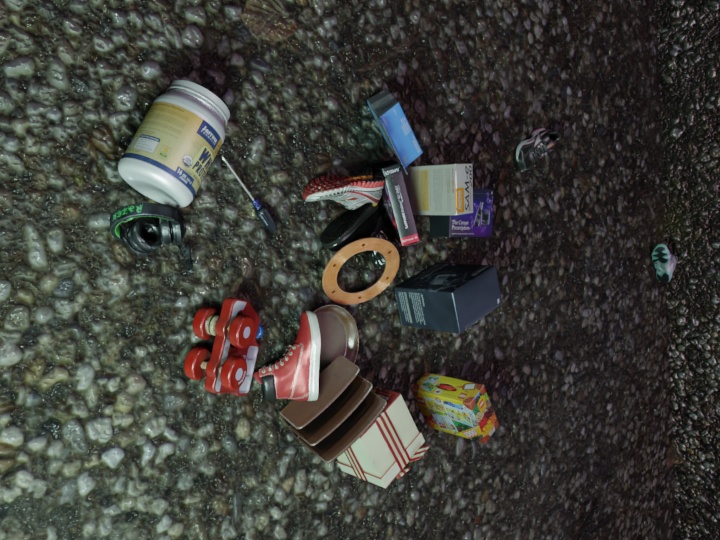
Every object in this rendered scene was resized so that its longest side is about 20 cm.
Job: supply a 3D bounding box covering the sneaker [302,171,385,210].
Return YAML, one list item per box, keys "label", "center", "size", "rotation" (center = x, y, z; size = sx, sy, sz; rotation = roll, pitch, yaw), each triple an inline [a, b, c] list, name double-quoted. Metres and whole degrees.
- label: "sneaker"
  center: [-0.037, -0.174, 1.598]
  size: [0.199, 0.078, 0.082]
  rotation: [-6, 121, -20]

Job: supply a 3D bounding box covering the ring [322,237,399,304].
- label: "ring"
  center: [0.000, 0.000, 1.646]
  size: [0.200, 0.019, 0.201]
  rotation: [-17, 135, -18]

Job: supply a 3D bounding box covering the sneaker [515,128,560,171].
- label: "sneaker"
  center: [0.567, -0.393, 2.187]
  size: [0.200, 0.086, 0.080]
  rotation: [-52, 125, -27]

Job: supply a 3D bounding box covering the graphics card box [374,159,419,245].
- label: "graphics card box"
  center: [0.089, -0.169, 1.702]
  size: [0.051, 0.125, 0.201]
  rotation: [-15, 105, -3]

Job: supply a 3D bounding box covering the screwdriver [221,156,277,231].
- label: "screwdriver"
  center: [-0.233, -0.161, 1.456]
  size: [0.028, 0.029, 0.200]
  rotation: [-52, 132, -28]

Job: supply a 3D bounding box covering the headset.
- label: "headset"
  center: [-0.371, -0.059, 1.270]
  size: [0.200, 0.123, 0.094]
  rotation: [39, 38, -65]

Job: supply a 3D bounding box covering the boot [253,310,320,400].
- label: "boot"
  center: [-0.164, 0.186, 1.517]
  size: [0.144, 0.072, 0.201]
  rotation: [3, 87, -12]

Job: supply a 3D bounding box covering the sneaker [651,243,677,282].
- label: "sneaker"
  center: [1.320, -0.063, 2.975]
  size: [0.140, 0.078, 0.200]
  rotation: [-47, 134, -33]

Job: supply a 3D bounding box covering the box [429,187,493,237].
- label: "box"
  center: [0.286, -0.163, 1.941]
  size: [0.200, 0.079, 0.142]
  rotation: [-4, 94, -44]

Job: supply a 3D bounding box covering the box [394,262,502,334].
- label: "box"
  center: [0.233, 0.067, 1.821]
  size: [0.196, 0.200, 0.118]
  rotation: [-28, 112, -40]

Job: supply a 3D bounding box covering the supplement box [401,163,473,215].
- label: "supplement box"
  center: [0.186, -0.205, 1.749]
  size: [0.073, 0.200, 0.126]
  rotation: [-10, 101, -44]

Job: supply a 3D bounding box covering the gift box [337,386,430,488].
- label: "gift box"
  center: [0.045, 0.399, 1.680]
  size: [0.200, 0.184, 0.187]
  rotation: [-37, 117, -29]

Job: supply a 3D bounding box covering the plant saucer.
- label: "plant saucer"
  center: [-0.085, 0.180, 1.637]
  size: [0.200, 0.032, 0.201]
  rotation: [-6, 99, -45]

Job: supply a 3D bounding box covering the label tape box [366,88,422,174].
- label: "label tape box"
  center: [0.088, -0.336, 1.648]
  size: [0.063, 0.200, 0.144]
  rotation: [-28, 121, 4]

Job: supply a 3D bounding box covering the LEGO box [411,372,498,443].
- label: "LEGO box"
  center: [0.258, 0.371, 1.873]
  size: [0.077, 0.200, 0.149]
  rotation: [-44, 122, -33]

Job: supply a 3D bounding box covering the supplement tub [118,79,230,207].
- label: "supplement tub"
  center: [-0.338, -0.233, 1.269]
  size: [0.144, 0.144, 0.200]
  rotation: [38, 68, -40]

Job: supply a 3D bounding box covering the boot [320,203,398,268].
- label: "boot"
  center: [0.005, -0.065, 1.669]
  size: [0.211, 0.079, 0.158]
  rotation: [-41, 121, -35]

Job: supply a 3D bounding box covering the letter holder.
- label: "letter holder"
  center: [-0.056, 0.316, 1.565]
  size: [0.200, 0.142, 0.101]
  rotation: [-42, 132, -20]

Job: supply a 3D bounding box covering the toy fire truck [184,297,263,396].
- label: "toy fire truck"
  center: [-0.262, 0.159, 1.423]
  size: [0.168, 0.112, 0.201]
  rotation: [24, 77, -68]
